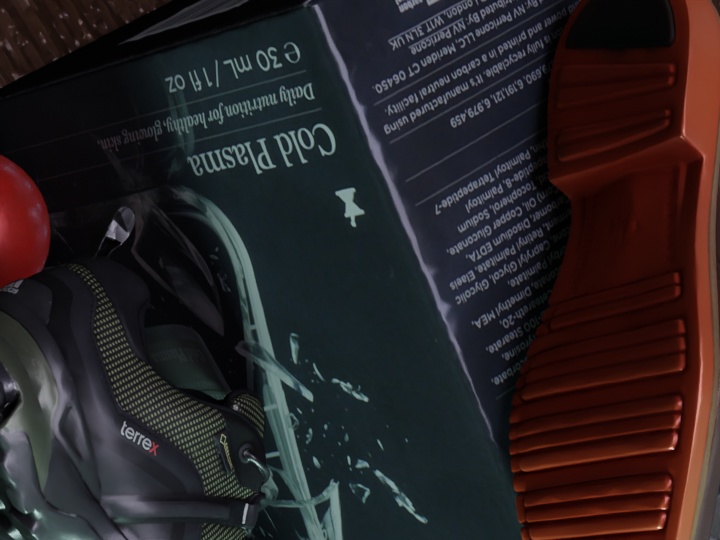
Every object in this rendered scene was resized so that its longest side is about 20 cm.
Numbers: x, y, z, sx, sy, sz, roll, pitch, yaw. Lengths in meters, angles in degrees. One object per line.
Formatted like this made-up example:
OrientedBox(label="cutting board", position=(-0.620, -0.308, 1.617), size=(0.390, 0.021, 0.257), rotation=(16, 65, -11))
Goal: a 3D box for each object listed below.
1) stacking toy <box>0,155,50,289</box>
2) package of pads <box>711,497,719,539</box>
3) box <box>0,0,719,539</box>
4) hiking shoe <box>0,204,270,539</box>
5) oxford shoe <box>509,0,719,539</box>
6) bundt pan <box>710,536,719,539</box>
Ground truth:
OrientedBox(label="stacking toy", position=(-0.172, 0.006, 0.734), size=(0.200, 0.085, 0.086), rotation=(-26, 100, -45))
OrientedBox(label="package of pads", position=(0.221, 0.099, 0.974), size=(0.068, 0.200, 0.155), rotation=(0, 82, -47))
OrientedBox(label="box", position=(0.000, 0.000, 0.799), size=(0.124, 0.200, 0.197), rotation=(-33, 104, -37))
OrientedBox(label="hiking shoe", position=(-0.055, 0.083, 0.735), size=(0.101, 0.076, 0.201), rotation=(-38, 119, -31))
OrientedBox(label="oxford shoe", position=(0.093, 0.016, 0.699), size=(0.072, 0.071, 0.201), rotation=(20, 72, -40))
OrientedBox(label="bundt pan", position=(0.103, 0.201, 0.924), size=(0.201, 0.076, 0.203), rotation=(6, 78, -28))
